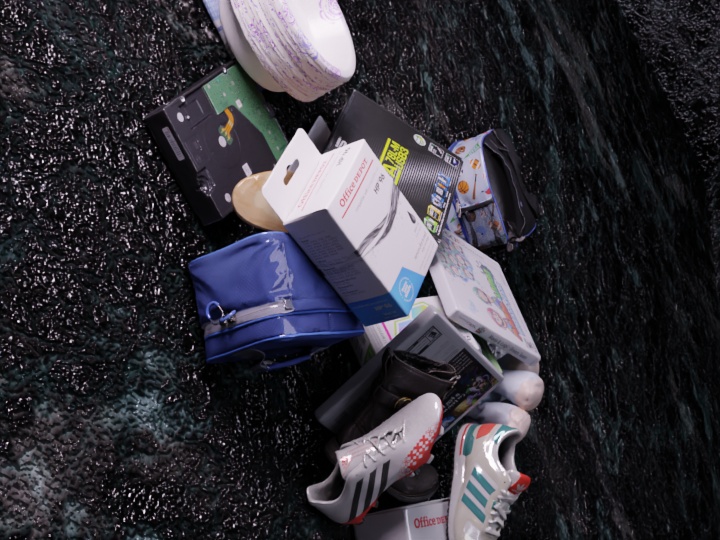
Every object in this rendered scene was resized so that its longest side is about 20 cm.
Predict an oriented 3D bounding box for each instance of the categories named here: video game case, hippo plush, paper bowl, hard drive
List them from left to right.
[{"bbox_3d":[-0.162,-0.158,1.173,0.141,0.037,0.200,62,32,-18],"label":"hard drive"},{"bbox_3d":[-0.098,-0.305,1.228,0.201,0.103,0.203,46,30,-37],"label":"paper bowl"},{"bbox_3d":[0.065,0.158,1.258,0.182,0.200,0.023,42,8,-41],"label":"video game case"},{"bbox_3d":[0.152,0.146,1.396,0.160,0.159,0.201,36,19,-26],"label":"hippo plush"},{"bbox_3d":[0.160,0.025,1.386,0.181,0.024,0.202,30,29,-35],"label":"video game case"}]

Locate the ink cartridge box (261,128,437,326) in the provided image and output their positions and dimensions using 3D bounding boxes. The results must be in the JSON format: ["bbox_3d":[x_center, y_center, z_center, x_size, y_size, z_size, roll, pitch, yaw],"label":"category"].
[{"bbox_3d":[-0.007,-0.054,1.068,0.201,0.067,0.117,51,44,-27],"label":"ink cartridge box"}]

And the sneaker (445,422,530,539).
[{"bbox_3d":[0.167,0.291,1.267,0.070,0.092,0.203,35,53,-48],"label":"sneaker"}]

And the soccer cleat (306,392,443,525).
[{"bbox_3d":[0.018,0.215,1.149,0.085,0.200,0.069,29,22,-32],"label":"soccer cleat"}]

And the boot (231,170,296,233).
[{"bbox_3d":[-0.090,-0.076,1.154,0.198,0.143,0.072,-2,93,-37],"label":"boot"}]

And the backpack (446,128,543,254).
[{"bbox_3d":[0.211,-0.134,1.672,0.200,0.151,0.194,-39,117,-64],"label":"backpack"}]

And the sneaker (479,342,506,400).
[{"bbox_3d":[0.203,0.121,1.565,0.202,0.113,0.075,62,32,-17],"label":"sneaker"}]

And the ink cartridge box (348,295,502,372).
[{"bbox_3d":[0.091,0.092,1.311,0.196,0.060,0.105,-6,44,-22],"label":"ink cartridge box"}]

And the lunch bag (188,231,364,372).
[{"bbox_3d":[-0.091,0.040,1.094,0.199,0.134,0.135,-2,76,-56],"label":"lunch bag"}]

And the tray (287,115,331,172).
[{"bbox_3d":[-0.063,-0.112,1.329,0.108,0.022,0.201,56,34,-26],"label":"tray"}]

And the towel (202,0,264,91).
[{"bbox_3d":[-0.150,-0.341,1.298,0.202,0.023,0.147,64,32,-16],"label":"towel"}]

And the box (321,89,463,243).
[{"bbox_3d":[0.039,-0.135,1.363,0.192,0.048,0.201,33,41,-10],"label":"box"}]

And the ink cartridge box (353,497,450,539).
[{"bbox_3d":[0.073,0.395,1.241,0.144,0.084,0.204,13,66,-57],"label":"ink cartridge box"}]

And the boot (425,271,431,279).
[{"bbox_3d":[0.066,-0.054,1.460,0.169,0.076,0.201,57,28,-19],"label":"boot"}]

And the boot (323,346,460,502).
[{"bbox_3d":[0.066,0.189,1.220,0.198,0.175,0.069,26,19,-36],"label":"boot"}]
